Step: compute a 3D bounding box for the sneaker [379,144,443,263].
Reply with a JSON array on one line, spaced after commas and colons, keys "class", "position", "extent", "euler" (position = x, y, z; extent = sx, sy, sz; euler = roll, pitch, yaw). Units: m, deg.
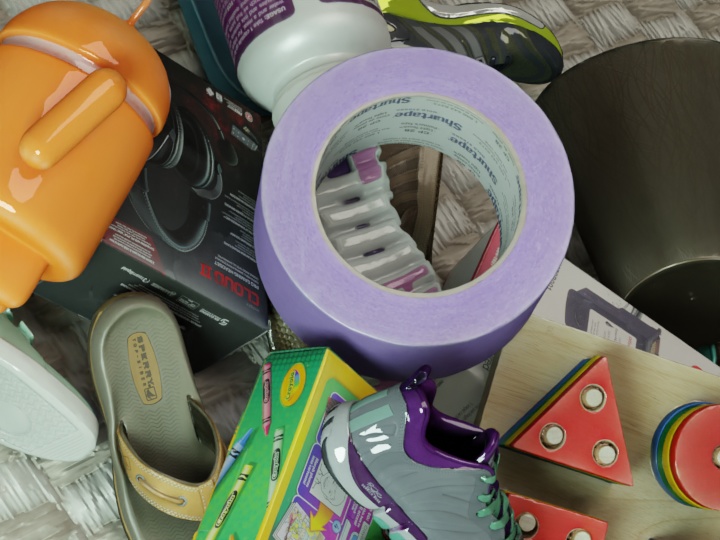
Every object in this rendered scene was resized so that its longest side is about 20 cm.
[{"class": "sneaker", "position": [0.017, -0.042, 1.548], "extent": [0.075, 0.071, 0.201], "euler": [6, 53, 4]}]

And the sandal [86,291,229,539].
[{"class": "sandal", "position": [-0.109, 0.110, 1.307], "extent": [0.081, 0.054, 0.201], "euler": [-18, 99, -30]}]

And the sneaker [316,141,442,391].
[{"class": "sneaker", "position": [0.000, 0.000, 1.453], "extent": [0.080, 0.089, 0.201], "euler": [-15, 76, -12]}]

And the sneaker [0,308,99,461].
[{"class": "sneaker", "position": [-0.225, 0.024, 1.326], "extent": [0.200, 0.074, 0.118], "euler": [38, 43, -5]}]

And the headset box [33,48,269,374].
[{"class": "headset box", "position": [-0.137, -0.039, 1.396], "extent": [0.149, 0.077, 0.201], "euler": [31, 42, -38]}]

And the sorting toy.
[{"class": "sorting toy", "position": [0.168, 0.149, 1.400], "extent": [0.199, 0.070, 0.200], "euler": [18, 84, -9]}]

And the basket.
[{"class": "basket", "position": [0.231, -0.053, 1.605], "extent": [0.179, 0.136, 0.201], "euler": [-12, 53, 5]}]

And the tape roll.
[{"class": "tape roll", "position": [0.032, -0.035, 1.374], "extent": [0.199, 0.085, 0.201], "euler": [2, 72, -5]}]

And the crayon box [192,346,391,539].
[{"class": "crayon box", "position": [-0.034, 0.162, 1.298], "extent": [0.119, 0.058, 0.201], "euler": [43, 54, -35]}]

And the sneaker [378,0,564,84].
[{"class": "sneaker", "position": [0.066, -0.161, 1.656], "extent": [0.199, 0.074, 0.081], "euler": [6, 62, -20]}]

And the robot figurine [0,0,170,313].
[{"class": "robot figurine", "position": [-0.185, -0.074, 1.263], "extent": [0.116, 0.144, 0.201], "euler": [20, 70, 18]}]

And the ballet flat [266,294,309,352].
[{"class": "ballet flat", "position": [-0.036, 0.058, 1.421], "extent": [0.046, 0.067, 0.201], "euler": [-11, 65, -4]}]

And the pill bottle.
[{"class": "pill bottle", "position": [-0.043, -0.181, 1.512], "extent": [0.112, 0.112, 0.201], "euler": [0, 58, -32]}]

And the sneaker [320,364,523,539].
[{"class": "sneaker", "position": [0.066, 0.144, 1.278], "extent": [0.200, 0.087, 0.075], "euler": [46, 30, -23]}]

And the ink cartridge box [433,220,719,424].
[{"class": "ink cartridge box", "position": [0.140, 0.082, 1.507], "extent": [0.200, 0.084, 0.145], "euler": [34, 48, -8]}]

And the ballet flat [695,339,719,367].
[{"class": "ballet flat", "position": [0.275, 0.094, 1.601], "extent": [0.062, 0.067, 0.201], "euler": [21, 49, -31]}]

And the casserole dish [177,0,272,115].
[{"class": "casserole dish", "position": [-0.080, -0.188, 1.597], "extent": [0.121, 0.039, 0.201], "euler": [-4, 61, -35]}]
